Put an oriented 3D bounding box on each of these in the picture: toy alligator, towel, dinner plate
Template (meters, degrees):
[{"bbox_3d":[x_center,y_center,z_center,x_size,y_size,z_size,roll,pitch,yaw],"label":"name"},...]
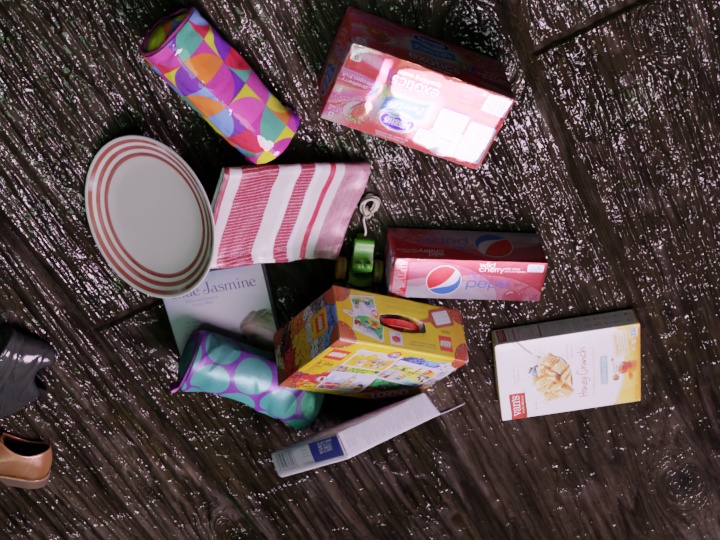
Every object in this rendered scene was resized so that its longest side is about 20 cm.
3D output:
[{"bbox_3d":[0.000,0.000,1.548,0.059,0.054,0.201,4,126,-9],"label":"toy alligator"},{"bbox_3d":[-0.091,-0.067,1.461,0.199,0.023,0.145,-5,132,-34],"label":"towel"},{"bbox_3d":[-0.246,-0.064,1.442,0.199,0.024,0.201,13,114,30],"label":"dinner plate"}]

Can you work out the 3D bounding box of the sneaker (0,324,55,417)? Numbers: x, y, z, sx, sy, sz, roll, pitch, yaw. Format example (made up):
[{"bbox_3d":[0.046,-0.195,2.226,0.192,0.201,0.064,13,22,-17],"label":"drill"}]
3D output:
[{"bbox_3d":[-0.470,0.162,1.619,0.090,0.076,0.200,19,126,-29],"label":"sneaker"}]

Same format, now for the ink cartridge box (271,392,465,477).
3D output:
[{"bbox_3d":[0.007,0.211,1.619,0.199,0.043,0.196,-21,175,-34],"label":"ink cartridge box"}]

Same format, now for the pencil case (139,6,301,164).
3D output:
[{"bbox_3d":[-0.155,-0.206,1.368,0.088,0.089,0.200,-33,124,18],"label":"pencil case"}]

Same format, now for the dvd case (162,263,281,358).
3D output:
[{"bbox_3d":[-0.177,0.070,1.607,0.142,0.018,0.201,-9,127,2],"label":"dvd case"}]

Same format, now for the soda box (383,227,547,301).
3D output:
[{"bbox_3d":[0.131,-0.008,1.544,0.199,0.070,0.064,2,127,-7],"label":"soda box"}]

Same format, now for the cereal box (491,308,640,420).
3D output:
[{"bbox_3d":[0.285,0.132,1.681,0.199,0.040,0.144,-10,127,2],"label":"cereal box"}]

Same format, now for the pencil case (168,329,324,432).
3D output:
[{"bbox_3d":[-0.142,0.147,1.604,0.199,0.085,0.093,23,108,-20],"label":"pencil case"}]

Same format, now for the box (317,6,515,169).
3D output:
[{"bbox_3d":[0.060,-0.205,1.377,0.199,0.095,0.103,16,124,-16],"label":"box"}]

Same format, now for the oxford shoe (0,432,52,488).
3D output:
[{"bbox_3d":[-0.526,0.251,1.683,0.199,0.071,0.072,7,121,-23],"label":"oxford shoe"}]

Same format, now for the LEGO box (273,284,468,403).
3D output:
[{"bbox_3d":[0.012,0.098,1.552,0.199,0.078,0.149,12,146,-33],"label":"LEGO box"}]
